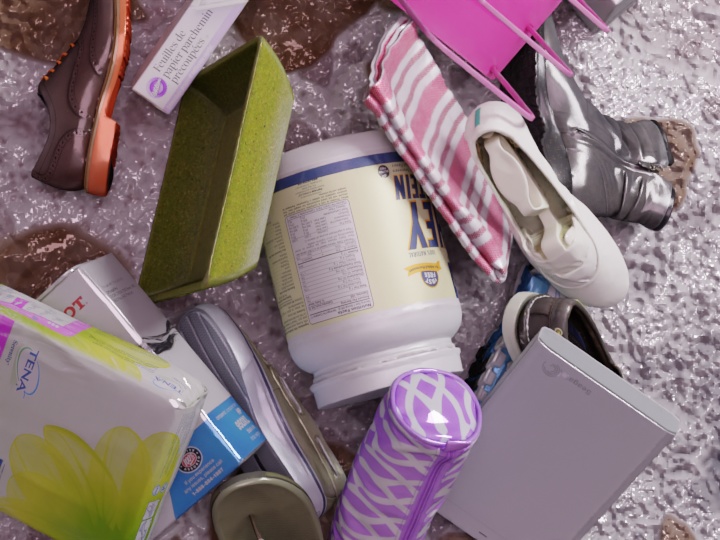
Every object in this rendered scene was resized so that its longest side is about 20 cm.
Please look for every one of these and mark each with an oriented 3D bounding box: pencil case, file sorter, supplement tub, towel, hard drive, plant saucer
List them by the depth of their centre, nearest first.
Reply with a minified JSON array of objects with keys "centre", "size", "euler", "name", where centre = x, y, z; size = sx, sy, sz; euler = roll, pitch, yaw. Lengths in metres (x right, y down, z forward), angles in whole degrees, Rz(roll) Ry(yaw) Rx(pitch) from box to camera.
[{"centre":[0.034,0.166,1.634],"size":[0.083,0.201,0.086],"euler":[1,46,-17],"name":"pencil case"},{"centre":[0.142,-0.242,1.651],"size":[0.139,0.126,0.200],"euler":[34,104,-32],"name":"file sorter"},{"centre":[-0.111,-0.069,1.653],"size":[0.048,0.200,0.201],"euler":[16,79,-19],"name":"plant saucer"},{"centre":[0.146,0.151,1.667],"size":[0.131,0.200,0.026],"euler":[34,37,-2],"name":"hard drive"},{"centre":[0.000,0.000,1.679],"size":[0.144,0.145,0.201],"euler":[-13,84,-10],"name":"supplement tub"},{"centre":[0.072,-0.098,1.684],"size":[0.030,0.147,0.200],"euler":[-28,111,22],"name":"towel"}]

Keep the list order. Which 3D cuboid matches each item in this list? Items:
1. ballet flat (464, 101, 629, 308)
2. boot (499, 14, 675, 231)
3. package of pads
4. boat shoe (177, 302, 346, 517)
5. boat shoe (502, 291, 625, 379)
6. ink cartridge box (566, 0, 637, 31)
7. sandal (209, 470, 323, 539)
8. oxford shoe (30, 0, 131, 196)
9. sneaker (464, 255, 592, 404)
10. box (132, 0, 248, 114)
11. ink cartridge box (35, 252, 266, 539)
[{"centre":[0.144,-0.043,1.671],"size":[0.069,0.069,0.201],"euler":[-37,100,-12],"name":"ballet flat"},{"centre":[0.195,-0.127,1.774],"size":[0.131,0.070,0.201],"euler":[2,72,-23],"name":"boot"},{"centre":[-0.229,0.113,1.569],"size":[0.199,0.068,0.155],"euler":[26,105,8],"name":"package of pads"},{"centre":[-0.081,0.115,1.698],"size":[0.062,0.072,0.201],"euler":[-23,82,-48],"name":"boat shoe"},{"centre":[0.183,0.100,1.687],"size":[0.202,0.060,0.072],"euler":[56,52,-32],"name":"boat shoe"},{"centre":[0.198,-0.331,1.789],"size":[0.146,0.084,0.200],"euler":[-40,87,-12],"name":"ink cartridge box"},{"centre":[-0.056,0.244,1.640],"size":[0.079,0.057,0.202],"euler":[-22,113,-3],"name":"sandal"},{"centre":[-0.229,-0.165,1.711],"size":[0.072,0.071,0.202],"euler":[7,81,-2],"name":"oxford shoe"},{"centre":[0.151,0.062,1.731],"size":[0.086,0.075,0.201],"euler":[30,79,-9],"name":"sneaker"},{"centre":[-0.118,-0.223,1.711],"size":[0.039,0.041,0.200],"euler":[33,100,-14],"name":"box"},{"centre":[-0.196,0.109,1.640],"size":[0.144,0.084,0.200],"euler":[-40,89,15],"name":"ink cartridge box"}]
